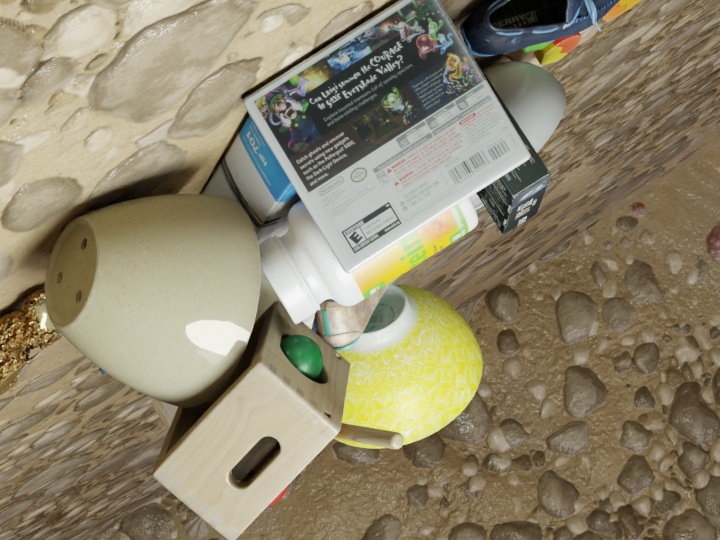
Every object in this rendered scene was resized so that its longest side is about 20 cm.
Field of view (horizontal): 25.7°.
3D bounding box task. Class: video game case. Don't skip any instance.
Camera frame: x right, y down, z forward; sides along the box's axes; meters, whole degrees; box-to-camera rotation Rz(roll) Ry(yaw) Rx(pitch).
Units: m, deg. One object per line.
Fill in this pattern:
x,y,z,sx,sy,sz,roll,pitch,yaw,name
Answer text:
0.024,-0.127,1.417,0.199,0.183,0.023,-32,-177,-2,video game case

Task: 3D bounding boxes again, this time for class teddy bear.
-0.373,0.087,1.587,0.200,0.067,0.145,-43,177,18,teddy bear

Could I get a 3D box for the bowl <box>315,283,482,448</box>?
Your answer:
0.023,0.077,1.671,0.199,0.200,0.108,-30,131,-12,bowl

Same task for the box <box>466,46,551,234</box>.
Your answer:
0.108,-0.144,1.543,0.043,0.201,0.160,-31,169,-5,box

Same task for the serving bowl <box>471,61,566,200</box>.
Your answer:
0.128,-0.164,1.745,0.199,0.066,0.201,-34,-155,19,serving bowl

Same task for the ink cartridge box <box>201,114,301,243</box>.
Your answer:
-0.060,-0.102,1.553,0.146,0.086,0.200,-27,170,-30,ink cartridge box

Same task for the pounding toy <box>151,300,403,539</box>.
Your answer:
-0.072,0.143,1.479,0.200,0.142,0.184,-46,-169,17,pounding toy

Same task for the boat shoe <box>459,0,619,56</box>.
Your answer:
0.198,-0.264,1.581,0.199,0.085,0.069,-32,-178,-19,boat shoe

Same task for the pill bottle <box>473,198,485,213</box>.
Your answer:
0.061,-0.088,1.913,0.199,0.117,0.116,-29,170,-15,pill bottle

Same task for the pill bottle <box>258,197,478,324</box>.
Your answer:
0.001,-0.037,1.482,0.199,0.112,0.111,-32,170,-3,pill bottle

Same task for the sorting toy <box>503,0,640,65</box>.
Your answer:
0.242,-0.287,1.753,0.184,0.037,0.200,-36,170,14,sorting toy

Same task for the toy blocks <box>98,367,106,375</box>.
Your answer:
-0.225,0.059,1.761,0.199,0.101,0.136,-26,180,-32,toy blocks

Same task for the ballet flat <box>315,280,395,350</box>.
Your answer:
0.000,0.000,1.621,0.067,0.068,0.201,-7,-149,21,ballet flat

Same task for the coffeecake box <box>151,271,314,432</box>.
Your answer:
-0.134,0.085,1.655,0.152,0.073,0.201,-26,155,-25,coffeecake box

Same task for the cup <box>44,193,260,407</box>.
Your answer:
-0.204,0.015,1.450,0.142,0.202,0.200,14,140,-37,cup

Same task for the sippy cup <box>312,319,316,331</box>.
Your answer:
-0.063,0.024,1.817,0.130,0.179,0.140,-19,-162,41,sippy cup
